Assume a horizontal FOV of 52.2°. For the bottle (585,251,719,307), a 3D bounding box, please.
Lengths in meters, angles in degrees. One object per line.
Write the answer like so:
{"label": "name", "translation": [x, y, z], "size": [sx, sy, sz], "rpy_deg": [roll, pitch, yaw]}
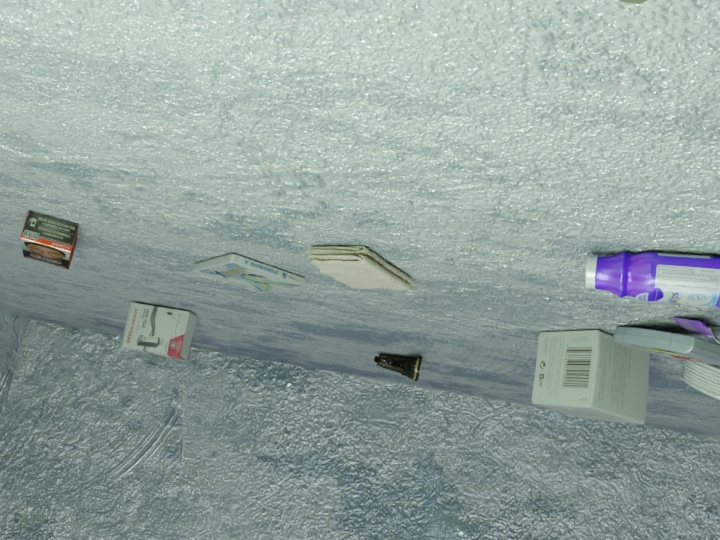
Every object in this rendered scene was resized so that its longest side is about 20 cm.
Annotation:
{"label": "bottle", "translation": [0.419, 0.010, 1.030], "size": [0.197, 0.066, 0.084], "rpy_deg": [5, 166, 21]}

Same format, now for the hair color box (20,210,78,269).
{"label": "hair color box", "translation": [-0.650, -0.060, 1.536], "size": [0.100, 0.062, 0.200], "rpy_deg": [16, 164, -19]}

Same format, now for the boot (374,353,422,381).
{"label": "boot", "translation": [0.119, 0.301, 2.349], "size": [0.137, 0.078, 0.200], "rpy_deg": [16, 164, -3]}

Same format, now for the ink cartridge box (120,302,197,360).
{"label": "ink cartridge box", "translation": [-0.629, 0.189, 2.294], "size": [0.197, 0.148, 0.085], "rpy_deg": [8, 167, 9]}

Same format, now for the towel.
{"label": "towel", "translation": [0.000, 0.000, 1.356], "size": [0.131, 0.035, 0.199], "rpy_deg": [2, 163, 33]}

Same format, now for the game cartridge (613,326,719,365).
{"label": "game cartridge", "translation": [0.592, 0.143, 1.412], "size": [0.132, 0.041, 0.200], "rpy_deg": [21, 173, -22]}

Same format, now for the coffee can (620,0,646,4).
{"label": "coffee can", "translation": [0.039, -0.205, 0.322], "size": [0.197, 0.148, 0.147], "rpy_deg": [8, 166, 8]}

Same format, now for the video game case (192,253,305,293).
{"label": "video game case", "translation": [-0.244, 0.010, 1.592], "size": [0.181, 0.022, 0.199], "rpy_deg": [20, 163, -33]}

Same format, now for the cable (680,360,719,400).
{"label": "cable", "translation": [0.769, 0.236, 1.531], "size": [0.198, 0.070, 0.200], "rpy_deg": [19, -174, 0]}

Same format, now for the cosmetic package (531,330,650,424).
{"label": "cosmetic package", "translation": [0.511, 0.236, 1.624], "size": [0.198, 0.167, 0.164], "rpy_deg": [21, 162, -32]}

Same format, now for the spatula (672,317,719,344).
{"label": "spatula", "translation": [0.626, 0.123, 1.265], "size": [0.056, 0.021, 0.200], "rpy_deg": [35, -176, -27]}
